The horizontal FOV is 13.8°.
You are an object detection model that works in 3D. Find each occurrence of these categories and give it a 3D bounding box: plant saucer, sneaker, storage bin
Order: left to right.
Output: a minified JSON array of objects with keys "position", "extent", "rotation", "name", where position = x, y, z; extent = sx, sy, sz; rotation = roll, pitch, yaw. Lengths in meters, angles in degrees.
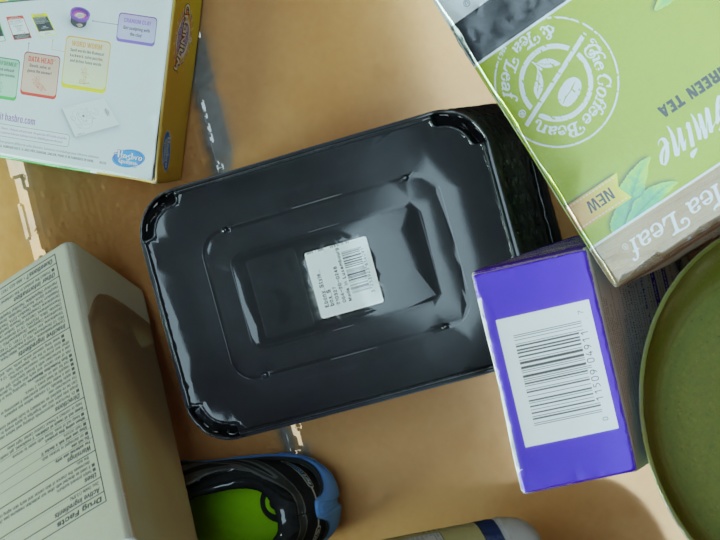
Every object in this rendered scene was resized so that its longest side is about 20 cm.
[{"position":[-0.111,0.137,1.626],"extent":[0.199,0.083,0.071],"rotation":[-10,92,19],"name":"sneaker"},{"position":[0.000,0.000,1.571],"extent":[0.199,0.094,0.136],"rotation":[-15,90,20],"name":"storage bin"},{"position":[0.219,0.073,1.426],"extent":[0.199,0.031,0.201],"rotation":[5,74,-17],"name":"plant saucer"}]

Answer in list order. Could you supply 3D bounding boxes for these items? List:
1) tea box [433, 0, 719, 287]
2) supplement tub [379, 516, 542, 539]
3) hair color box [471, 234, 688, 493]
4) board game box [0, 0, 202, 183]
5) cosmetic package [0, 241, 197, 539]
[{"position":[0.163,-0.130,1.404],"extent":[0.200,0.134,0.197],"rotation":[-35,85,19],"name":"tea box"},{"position":[0.005,0.213,1.530],"extent":[0.199,0.144,0.145],"rotation":[-11,92,-7],"name":"supplement tub"},{"position":[0.120,0.038,1.477],"extent":[0.065,0.200,0.110],"rotation":[-12,91,21],"name":"hair color box"},{"position":[-0.162,-0.158,1.638],"extent":[0.152,0.040,0.201],"rotation":[11,98,17],"name":"board game box"},{"position":[-0.157,0.097,1.591],"extent":[0.105,0.071,0.201],"rotation":[-30,51,21],"name":"cosmetic package"}]
